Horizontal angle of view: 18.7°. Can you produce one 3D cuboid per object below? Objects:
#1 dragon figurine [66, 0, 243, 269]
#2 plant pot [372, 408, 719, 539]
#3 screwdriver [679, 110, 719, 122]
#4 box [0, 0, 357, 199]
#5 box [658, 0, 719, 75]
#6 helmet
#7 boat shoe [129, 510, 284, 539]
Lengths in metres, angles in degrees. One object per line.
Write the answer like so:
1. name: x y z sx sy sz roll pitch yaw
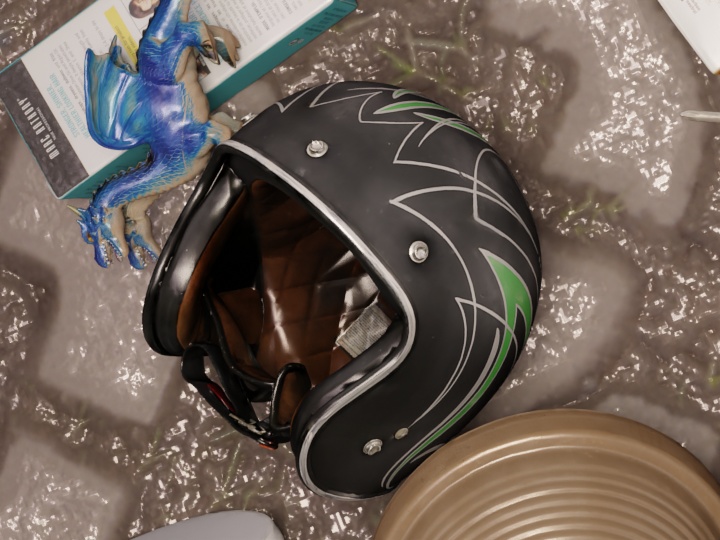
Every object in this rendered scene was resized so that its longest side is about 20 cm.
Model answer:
1. dragon figurine: -0.116 -0.097 1.181 0.099 0.059 0.202 -6 102 11
2. plant pot: 0.104 0.179 1.108 0.199 0.093 0.202 -1 113 -3
3. screwdriver: 0.252 -0.070 1.039 0.198 0.028 0.029 10 106 4
4. box: -0.106 -0.127 1.236 0.199 0.049 0.083 -34 82 15
5. box: 0.236 -0.191 1.088 0.200 0.124 0.098 -37 81 15
6. helmet: 0.000 0.000 1.125 0.199 0.200 0.192 33 104 14
7. boat shoe: -0.125 0.199 1.247 0.199 0.071 0.070 -23 111 13
